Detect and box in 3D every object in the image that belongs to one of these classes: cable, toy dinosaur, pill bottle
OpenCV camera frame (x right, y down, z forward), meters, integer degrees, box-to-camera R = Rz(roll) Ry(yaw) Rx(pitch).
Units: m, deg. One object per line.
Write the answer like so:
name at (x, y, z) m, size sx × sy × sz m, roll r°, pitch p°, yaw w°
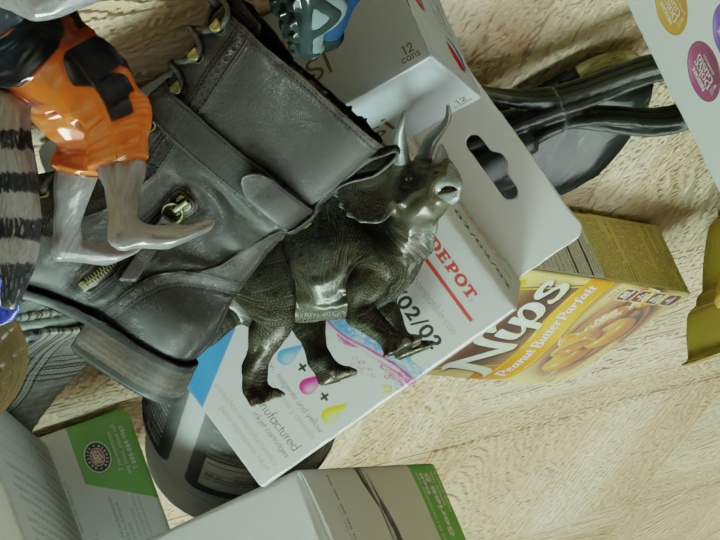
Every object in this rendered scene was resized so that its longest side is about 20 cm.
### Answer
cable at (0.083, -0.084, 1.476) m, size 0.199 × 0.050 × 0.097 m, roll -25°, pitch 123°, yaw -3°
toy dinosaur at (-0.024, 0.002, 1.358) m, size 0.199 × 0.103 × 0.077 m, roll -21°, pitch 174°, yaw 21°
pill bottle at (-0.061, 0.060, 1.580) m, size 0.113 × 0.114 × 0.200 m, roll -14°, pitch 157°, yaw -19°

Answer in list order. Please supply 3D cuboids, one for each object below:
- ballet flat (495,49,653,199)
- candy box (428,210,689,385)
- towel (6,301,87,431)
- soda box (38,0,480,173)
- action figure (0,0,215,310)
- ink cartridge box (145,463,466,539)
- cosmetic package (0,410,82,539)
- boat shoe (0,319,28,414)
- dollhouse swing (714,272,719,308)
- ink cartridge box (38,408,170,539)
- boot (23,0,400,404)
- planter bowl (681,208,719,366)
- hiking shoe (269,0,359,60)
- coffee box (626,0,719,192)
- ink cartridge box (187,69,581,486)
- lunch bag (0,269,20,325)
ballet flat at (0.078, -0.059, 1.546) m, size 0.066 × 0.057 × 0.200 m, roll 33°, pitch 122°, yaw -30°
candy box at (0.092, 0.014, 1.696) m, size 0.115 × 0.055 × 0.200 m, roll -38°, pitch 154°, yaw 30°
towel at (-0.229, 0.063, 1.535) m, size 0.192 × 0.035 × 0.200 m, roll -5°, pitch 152°, yaw -35°
soda box at (-0.049, -0.070, 1.357) m, size 0.200 × 0.064 × 0.068 m, roll -29°, pitch 157°, yaw 14°
action figure at (-0.123, -0.092, 1.068) m, size 0.104 × 0.194 × 0.200 m, roll -23°, pitch -176°, yaw -6°
ink cartridge box at (-0.039, 0.174, 1.607) m, size 0.145 × 0.084 × 0.200 m, roll -26°, pitch 167°, yaw 19°
cosmetic package at (-0.231, 0.193, 1.537) m, size 0.167 × 0.201 × 0.166 m, roll -24°, pitch 161°, yaw 1°
boat shoe at (-0.216, 0.019, 1.391) m, size 0.071 × 0.065 × 0.200 m, roll -40°, pitch 153°, yaw -15°
dollhouse swing at (0.316, -0.063, 1.562) m, size 0.175 × 0.182 × 0.200 m, roll 18°, pitch 151°, yaw -3°
ink cartridge box at (-0.213, 0.174, 1.693) m, size 0.199 × 0.117 × 0.067 m, roll -18°, pitch 160°, yaw -9°
boot at (-0.104, -0.054, 1.296) m, size 0.174 × 0.200 × 0.069 m, roll -54°, pitch -172°, yaw 13°
planter bowl at (0.272, -0.016, 1.728) m, size 0.200 × 0.084 × 0.200 m, roll -22°, pitch 177°, yaw -1°
hiking shoe at (0.002, -0.154, 1.196) m, size 0.086 × 0.075 × 0.200 m, roll -16°, pitch 157°, yaw -13°
coffee box at (0.275, -0.126, 1.351) m, size 0.199 × 0.200 × 0.198 m, roll -13°, pitch 157°, yaw -25°
ink cartridge box at (0.000, 0.000, 1.417) m, size 0.200 × 0.115 × 0.068 m, roll -36°, pitch -173°, yaw 11°
lunch bag at (-0.257, -0.023, 1.131) m, size 0.199 × 0.170 × 0.124 m, roll -27°, pitch 153°, yaw 8°
